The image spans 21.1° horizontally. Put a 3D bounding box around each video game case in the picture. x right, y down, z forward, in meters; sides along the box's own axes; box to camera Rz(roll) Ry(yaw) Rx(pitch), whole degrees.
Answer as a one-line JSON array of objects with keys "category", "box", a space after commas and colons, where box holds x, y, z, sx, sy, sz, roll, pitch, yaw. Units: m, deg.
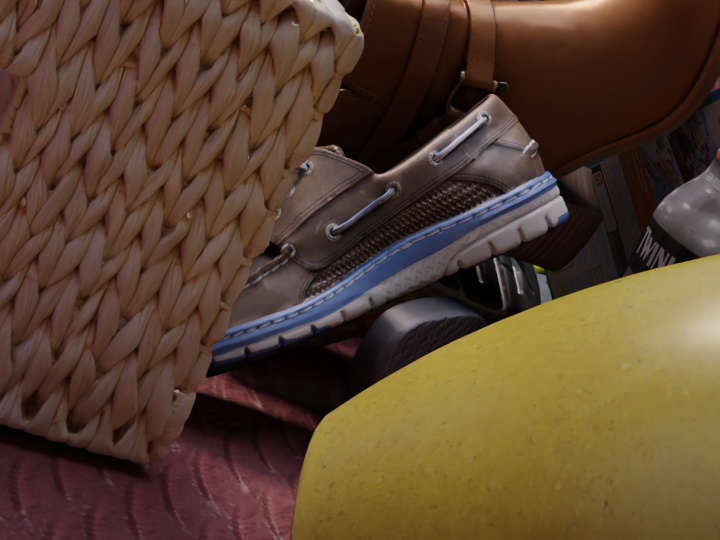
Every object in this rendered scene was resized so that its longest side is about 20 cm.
[{"category": "video game case", "box": [0.149, 0.005, 0.909, 0.018, 0.144, 0.200, -11, -8, -26]}]

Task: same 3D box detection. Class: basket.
[{"category": "basket", "box": [-0.126, -0.064, 0.720, 0.160, 0.199, 0.200, 21, 13, -27]}]

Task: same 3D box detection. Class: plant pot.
[{"category": "plant pot", "box": [0.058, 0.091, 0.538, 0.141, 0.201, 0.200, 1, 9, 11]}]

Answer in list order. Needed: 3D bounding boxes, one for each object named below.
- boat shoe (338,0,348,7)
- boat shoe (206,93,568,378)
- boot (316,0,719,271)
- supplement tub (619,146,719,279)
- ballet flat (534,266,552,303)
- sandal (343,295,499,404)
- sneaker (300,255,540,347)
[{"category": "boat shoe", "box": [-0.031, -0.134, 0.954, 0.066, 0.070, 0.200, 20, 3, 32]}, {"category": "boat shoe", "box": [-0.013, -0.014, 0.811, 0.199, 0.073, 0.072, -24, 0, -21]}, {"category": "boot", "box": [0.069, -0.100, 0.859, 0.154, 0.200, 0.074, 24, 20, -21]}, {"category": "supplement tub", "box": [0.147, 0.051, 0.768, 0.122, 0.201, 0.123, 23, 13, -6]}, {"category": "ballet flat", "box": [0.100, 0.022, 1.072, 0.067, 0.067, 0.200, 6, 4, 18]}, {"category": "sandal", "box": [0.030, 0.047, 0.865, 0.043, 0.076, 0.200, 32, 4, 19]}, {"category": "sneaker", "box": [0.000, 0.000, 0.938, 0.199, 0.090, 0.078, 10, 52, -36]}]
